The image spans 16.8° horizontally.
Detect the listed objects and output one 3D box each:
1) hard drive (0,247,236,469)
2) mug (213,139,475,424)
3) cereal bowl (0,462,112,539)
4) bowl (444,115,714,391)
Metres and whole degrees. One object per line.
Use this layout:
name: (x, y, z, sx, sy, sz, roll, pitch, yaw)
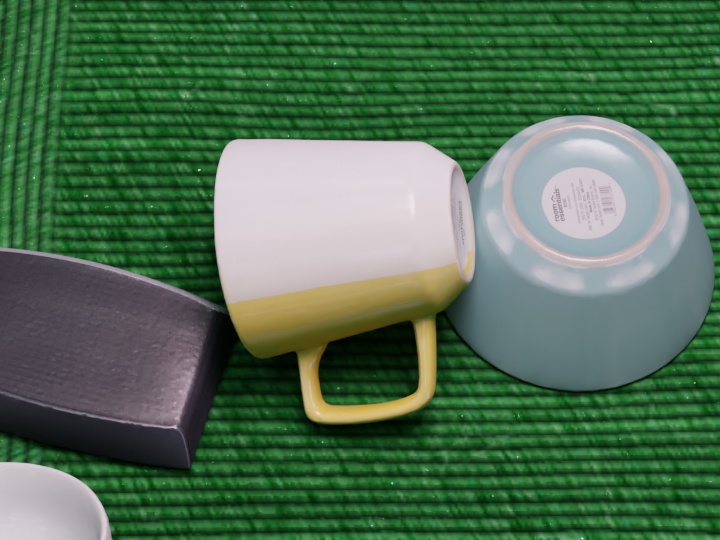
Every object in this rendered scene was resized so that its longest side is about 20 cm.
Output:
hard drive: (-0.195, 0.054, 1.681, 0.199, 0.042, 0.135, 14, 61, 7)
mug: (0.000, -0.009, 1.657, 0.153, 0.187, 0.150, -7, 39, 13)
cereal bowl: (-0.250, 0.210, 1.549, 0.199, 0.084, 0.200, -8, 31, 5)
bowl: (0.153, -0.029, 1.697, 0.200, 0.105, 0.201, 1, 59, -1)
